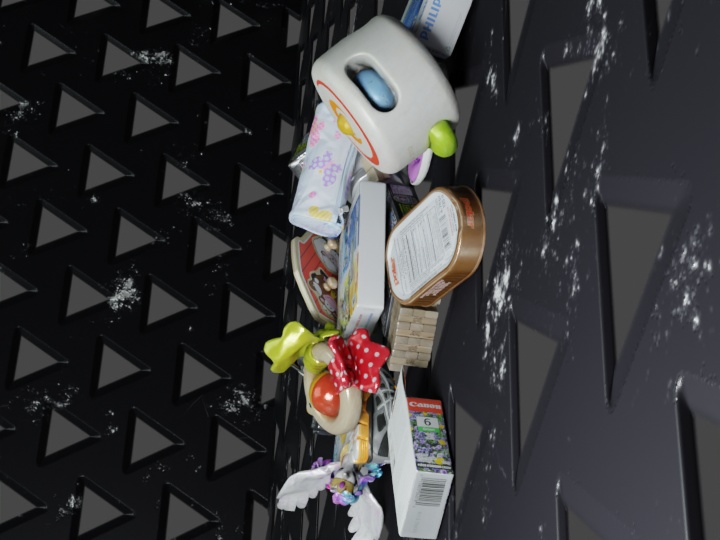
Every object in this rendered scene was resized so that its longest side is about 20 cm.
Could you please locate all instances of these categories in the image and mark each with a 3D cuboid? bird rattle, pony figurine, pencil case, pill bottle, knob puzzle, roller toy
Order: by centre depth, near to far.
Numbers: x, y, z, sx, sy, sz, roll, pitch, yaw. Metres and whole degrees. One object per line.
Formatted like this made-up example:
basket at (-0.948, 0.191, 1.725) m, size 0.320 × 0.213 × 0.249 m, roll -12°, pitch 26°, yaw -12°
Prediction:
roller toy at (0.027, -0.227, 1.580) m, size 0.183 × 0.139 × 0.200 m, roll 57°, pitch 173°, yaw -35°
bird rattle at (-0.032, 0.146, 1.665) m, size 0.199 × 0.112 × 0.164 m, roll 18°, pitch 118°, yaw 47°
pencil case at (-0.046, -0.152, 1.798) m, size 0.091 × 0.083 × 0.201 m, roll -11°, pitch 62°, yaw 55°
pony figurine at (-0.023, 0.299, 1.807) m, size 0.201 × 0.166 × 0.194 m, roll -69°, pitch -2°, yaw -46°
knob puzzle at (-0.034, 0.022, 1.871) m, size 0.030 × 0.219 × 0.220 m, roll -34°, pitch 37°, yaw 27°
pill bottle at (0.020, -0.163, 1.905) m, size 0.200 × 0.111 × 0.113 m, roll -100°, pitch 18°, yaw -59°

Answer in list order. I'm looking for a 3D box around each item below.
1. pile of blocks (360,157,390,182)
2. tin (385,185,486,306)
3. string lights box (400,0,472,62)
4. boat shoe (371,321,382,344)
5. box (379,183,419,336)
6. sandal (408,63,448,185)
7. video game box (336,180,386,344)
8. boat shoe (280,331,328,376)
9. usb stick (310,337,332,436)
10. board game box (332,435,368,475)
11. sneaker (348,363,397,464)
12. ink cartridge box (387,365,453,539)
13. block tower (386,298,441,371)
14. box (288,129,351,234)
pile of blocks at (0.061, -0.213, 1.804) m, size 0.062 × 0.082 × 0.201 m, roll -39°, pitch 32°, yaw 53°
tin at (0.086, -0.029, 1.457) m, size 0.200 × 0.042 × 0.113 m, roll 136°, pitch 133°, yaw -56°
string lights box at (0.094, -0.337, 1.651) m, size 0.200 × 0.059 × 0.103 m, roll -163°, pitch 94°, yaw -81°
boat shoe at (-0.004, 0.123, 2.018) m, size 0.201 × 0.071 × 0.066 m, roll 94°, pitch 172°, yaw -53°
box at (0.056, -0.017, 1.740) m, size 0.200 × 0.044 × 0.161 m, roll -103°, pitch 22°, yaw -66°
sandal at (0.084, -0.213, 1.730) m, size 0.083 × 0.049 × 0.203 m, roll -93°, pitch 12°, yaw -47°
video game box at (0.000, 0.000, 1.756) m, size 0.182 × 0.046 × 0.201 m, roll 107°, pitch 166°, yaw -62°
boat shoe at (-0.063, 0.146, 1.820) m, size 0.200 × 0.067 × 0.072 m, roll 39°, pitch 110°, yaw 58°
usb stick at (-0.039, 0.159, 1.894) m, size 0.055 × 0.032 × 0.201 m, roll 18°, pitch -97°, yaw -58°
board game box at (-0.013, 0.285, 2.051) m, size 0.200 × 0.034 × 0.127 m, roll 149°, pitch 127°, yaw -79°
sneaker at (0.029, 0.197, 1.724) m, size 0.078 × 0.077 × 0.201 m, roll 107°, pitch 172°, yaw -47°
ink cartridge box at (0.072, 0.222, 1.501) m, size 0.200 × 0.050 × 0.110 m, roll -95°, pitch 14°, yaw -56°
block tower at (0.076, 0.032, 1.592) m, size 0.054 × 0.057 × 0.201 m, roll -107°, pitch 27°, yaw -69°
box at (-0.034, -0.127, 1.967) m, size 0.044 × 0.200 × 0.160 m, roll -35°, pitch 15°, yaw 14°
